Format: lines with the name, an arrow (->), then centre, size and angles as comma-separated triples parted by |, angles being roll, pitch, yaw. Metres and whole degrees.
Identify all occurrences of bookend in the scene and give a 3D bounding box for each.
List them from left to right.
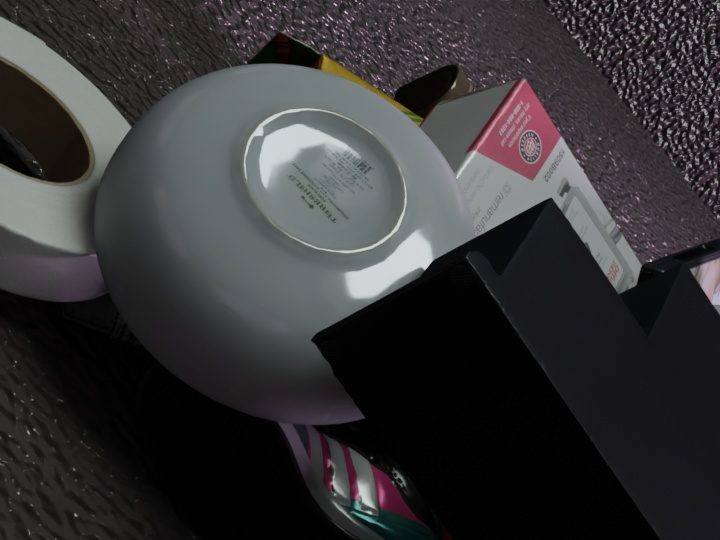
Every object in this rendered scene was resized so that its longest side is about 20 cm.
bookend -> 0.101, 0.049, 0.849 | 0.201, 0.092, 0.199 | 54, 33, -11

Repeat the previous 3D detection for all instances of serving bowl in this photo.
serving bowl -> -0.027, -0.027, 0.875 | 0.199, 0.066, 0.201 | 12, 54, -16

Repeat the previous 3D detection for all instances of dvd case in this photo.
dvd case -> 0.193, 0.058, 1.110 | 0.017, 0.144, 0.200 | 15, 11, 22

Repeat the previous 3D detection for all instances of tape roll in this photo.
tape roll -> -0.190, -0.069, 0.911 | 0.202, 0.037, 0.203 | 33, 25, -18

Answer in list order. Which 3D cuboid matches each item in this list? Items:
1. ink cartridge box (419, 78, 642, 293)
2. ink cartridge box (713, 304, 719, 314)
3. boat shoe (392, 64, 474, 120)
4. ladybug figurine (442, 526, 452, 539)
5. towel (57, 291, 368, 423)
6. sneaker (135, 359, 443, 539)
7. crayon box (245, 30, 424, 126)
ink cartridge box -> 0.094, 0.008, 1.092 | 0.200, 0.082, 0.147 | 54, 49, -22
ink cartridge box -> 0.219, 0.100, 1.035 | 0.201, 0.067, 0.117 | -84, 174, -54
boat shoe -> 0.013, -0.077, 1.257 | 0.068, 0.199, 0.072 | 48, 51, -23
ladybug figurine -> 0.105, 0.153, 1.024 | 0.072, 0.199, 0.137 | -29, 101, -34
towel -> -0.085, 0.001, 1.016 | 0.191, 0.035, 0.200 | 19, 29, -19
sneaker -> -0.026, 0.103, 0.918 | 0.200, 0.084, 0.121 | 47, 17, -8
crayon box -> -0.012, -0.062, 1.190 | 0.199, 0.127, 0.051 | 30, 45, -23
